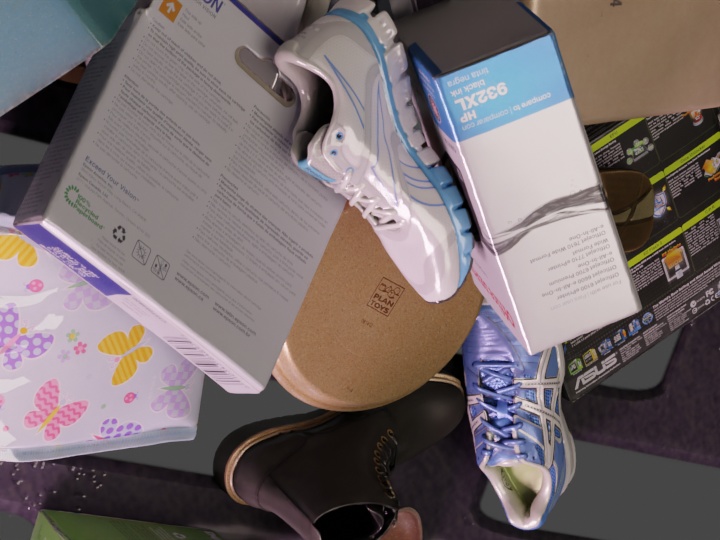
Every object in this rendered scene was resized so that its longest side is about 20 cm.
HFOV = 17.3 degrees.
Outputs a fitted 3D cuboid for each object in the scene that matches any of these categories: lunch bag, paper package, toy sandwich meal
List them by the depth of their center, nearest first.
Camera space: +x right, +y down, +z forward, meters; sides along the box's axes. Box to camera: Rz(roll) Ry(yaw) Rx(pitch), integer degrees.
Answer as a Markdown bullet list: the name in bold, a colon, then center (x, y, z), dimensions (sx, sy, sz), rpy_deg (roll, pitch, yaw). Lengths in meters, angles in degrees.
- **lunch bag**: center (-0.197, 0.022, 1.491), dimensions (0.200, 0.127, 0.170), rpy_deg (-7, 113, -42)
- **paper package**: center (0.164, -0.211, 1.641), dimensions (0.190, 0.103, 0.200), rpy_deg (-9, 112, -30)
- **toy sandwich meal**: center (0.000, 0.000, 1.646), dimensions (0.205, 0.070, 0.206), rpy_deg (-13, 118, -26)

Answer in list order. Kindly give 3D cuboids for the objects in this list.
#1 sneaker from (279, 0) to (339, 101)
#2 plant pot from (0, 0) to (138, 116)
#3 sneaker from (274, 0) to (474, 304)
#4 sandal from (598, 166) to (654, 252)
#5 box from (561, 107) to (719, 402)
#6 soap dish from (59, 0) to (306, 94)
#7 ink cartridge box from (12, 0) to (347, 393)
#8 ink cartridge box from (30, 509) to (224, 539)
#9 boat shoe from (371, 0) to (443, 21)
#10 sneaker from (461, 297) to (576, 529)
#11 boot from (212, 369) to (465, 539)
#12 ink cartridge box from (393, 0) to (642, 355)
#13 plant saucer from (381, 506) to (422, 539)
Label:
- **sneaker**: center (-0.014, -0.144, 1.557), dimensions (0.084, 0.075, 0.200), rpy_deg (9, 95, -27)
- **plant pot**: center (-0.244, -0.192, 1.341), dimensions (0.141, 0.141, 0.200), rpy_deg (-32, 105, 17)
- **sneaker**: center (0.000, -0.064, 1.474), dimensions (0.087, 0.075, 0.200), rpy_deg (-30, 100, -34)
- **sandal**: center (0.128, -0.049, 1.666), dimensions (0.200, 0.054, 0.080), rpy_deg (5, 95, -42)
- **box**: center (0.197, -0.031, 1.770), dimensions (0.200, 0.048, 0.193), rpy_deg (-34, 121, -16)
- **soap dish**: center (-0.106, -0.206, 1.483), dimensions (0.157, 0.081, 0.200), rpy_deg (8, 105, -34)
- **ink cartridge box**: center (-0.096, -0.059, 1.449), dimensions (0.200, 0.041, 0.200), rpy_deg (41, 62, -34)
- **ink cartridge box**: center (-0.142, 0.235, 1.650), dimensions (0.200, 0.059, 0.104), rpy_deg (11, 103, -36)
- **boat shoe**: center (0.031, -0.216, 1.576), dimensions (0.066, 0.070, 0.200), rpy_deg (-28, 123, -25)
- **sneaker**: center (0.116, 0.102, 1.738), dimensions (0.077, 0.076, 0.200), rpy_deg (-67, 143, -54)
- **boot**: center (0.016, 0.142, 1.665), dimensions (0.200, 0.138, 0.078), rpy_deg (-22, 119, -25)
- **ink cartridge box**: center (0.097, -0.067, 1.518), dimensions (0.084, 0.145, 0.200), rpy_deg (-22, 112, -5)
- **plant saucer**: center (-0.018, 0.257, 1.709), dimensions (0.200, 0.037, 0.201), rpy_deg (-52, 155, -36)
